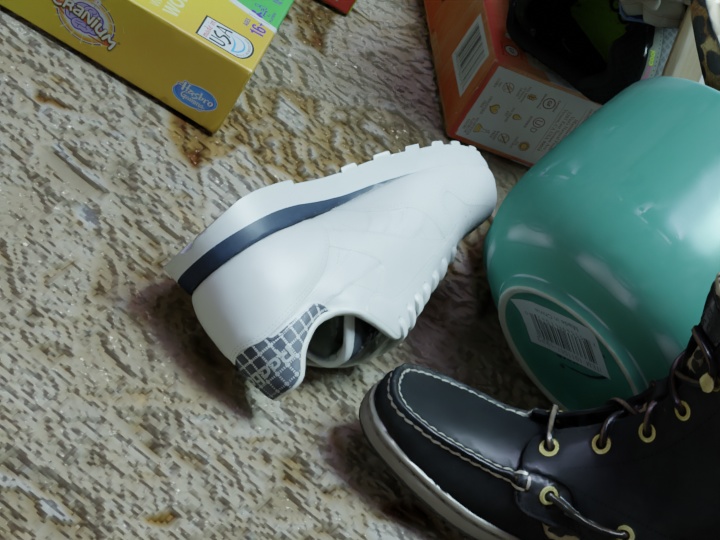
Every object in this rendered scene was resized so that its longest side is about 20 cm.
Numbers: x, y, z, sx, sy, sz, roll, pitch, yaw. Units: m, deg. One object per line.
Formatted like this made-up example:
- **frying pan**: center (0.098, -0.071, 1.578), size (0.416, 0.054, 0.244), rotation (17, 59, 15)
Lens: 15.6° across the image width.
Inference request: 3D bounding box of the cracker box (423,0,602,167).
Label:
- **cracker box**: center (0.137, -0.099, 1.402), size (0.200, 0.058, 0.134), rotation (19, 36, -22)

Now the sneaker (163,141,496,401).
- **sneaker**: center (0.000, 0.000, 1.151), size (0.200, 0.076, 0.081), rotation (-22, 73, -48)

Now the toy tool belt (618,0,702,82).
- **toy tool belt**: center (0.181, -0.173, 1.286), size (0.125, 0.123, 0.200), rotation (2, 24, 30)

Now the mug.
- **mug**: center (0.126, 0.012, 1.179), size (0.114, 0.185, 0.152), rotation (-41, 85, -23)

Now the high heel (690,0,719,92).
- **high heel**: center (0.173, -0.055, 1.227), size (0.071, 0.142, 0.200), rotation (-51, 119, -22)

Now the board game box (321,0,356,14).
- **board game box**: center (-0.067, -0.226, 1.350), size (0.200, 0.102, 0.048), rotation (28, 34, -9)

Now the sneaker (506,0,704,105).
- **sneaker**: center (0.105, -0.155, 1.325), size (0.087, 0.074, 0.200), rotation (0, 51, -47)

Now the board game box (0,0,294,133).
- **board game box**: center (-0.128, -0.164, 1.271), size (0.200, 0.040, 0.153), rotation (30, 32, -5)

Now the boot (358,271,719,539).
- **boot**: center (0.115, 0.060, 1.070), size (0.200, 0.151, 0.073), rotation (31, 32, -4)
